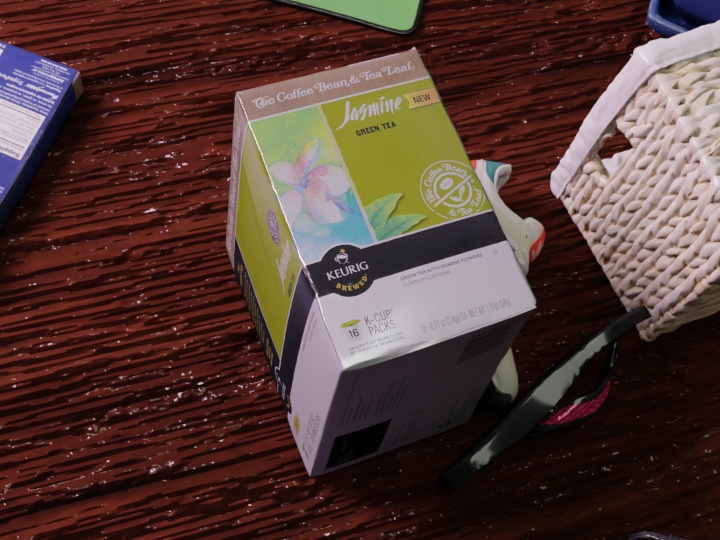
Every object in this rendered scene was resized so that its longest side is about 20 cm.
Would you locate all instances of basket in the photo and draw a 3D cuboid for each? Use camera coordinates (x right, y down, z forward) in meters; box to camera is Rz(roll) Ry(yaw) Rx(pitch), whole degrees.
[{"bbox_3d":[0.283,-0.076,0.847,0.197,0.199,0.163,-20,72,-19],"label":"basket"}]

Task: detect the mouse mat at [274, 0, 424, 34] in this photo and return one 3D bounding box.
[{"bbox_3d":[-0.031,-0.295,1.010,0.196,0.008,0.163,15,62,-3],"label":"mouse mat"}]

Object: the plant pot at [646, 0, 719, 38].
[{"bbox_3d":[0.367,-0.282,0.972,0.197,0.181,0.202,23,62,2],"label":"plant pot"}]

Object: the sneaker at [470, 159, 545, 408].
[{"bbox_3d":[0.103,0.000,0.846,0.092,0.071,0.203,-11,63,-8],"label":"sneaker"}]

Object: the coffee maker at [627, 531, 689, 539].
[{"bbox_3d":[0.141,0.280,0.647,0.133,0.193,0.201,4,49,43],"label":"coffee maker"}]

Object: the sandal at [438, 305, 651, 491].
[{"bbox_3d":[0.139,0.099,0.806,0.199,0.075,0.045,-40,81,-17],"label":"sandal"}]

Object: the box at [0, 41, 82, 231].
[{"bbox_3d":[-0.306,-0.088,0.843,0.119,0.033,0.202,21,60,2],"label":"box"}]

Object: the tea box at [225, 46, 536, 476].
[{"bbox_3d":[0.000,0.000,0.755,0.131,0.201,0.199,-17,67,-17],"label":"tea box"}]
